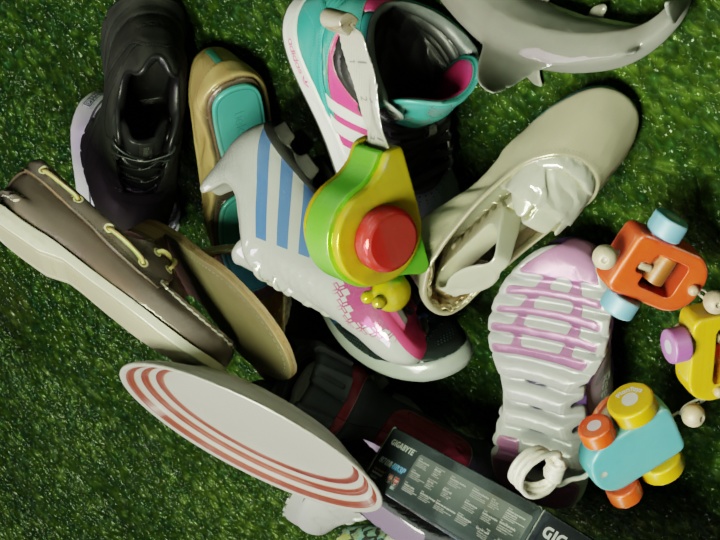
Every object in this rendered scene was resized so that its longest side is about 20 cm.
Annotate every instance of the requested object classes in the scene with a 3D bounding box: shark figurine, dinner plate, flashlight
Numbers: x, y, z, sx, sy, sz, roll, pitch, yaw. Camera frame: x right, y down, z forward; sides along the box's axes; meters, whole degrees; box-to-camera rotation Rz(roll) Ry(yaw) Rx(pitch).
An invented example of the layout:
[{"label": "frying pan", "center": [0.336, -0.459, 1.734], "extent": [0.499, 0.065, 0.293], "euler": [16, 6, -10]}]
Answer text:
[{"label": "shark figurine", "center": [0.113, -0.134, 1.283], "extent": [0.214, 0.090, 0.128], "euler": [14, 135, 40]}, {"label": "dinner plate", "center": [-0.071, 0.108, 1.502], "extent": [0.200, 0.024, 0.200], "euler": [26, 162, 9]}, {"label": "flashlight", "center": [0.034, 0.120, 1.566], "extent": [0.200, 0.068, 0.068], "euler": [29, 150, -20]}]

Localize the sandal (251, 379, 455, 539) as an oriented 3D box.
[{"label": "sandal", "center": [-0.016, 0.150, 1.598], "extent": [0.200, 0.076, 0.043], "euler": [38, 118, 20]}]

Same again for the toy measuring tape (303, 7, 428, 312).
[{"label": "toy measuring tape", "center": [-0.009, -0.058, 1.348], "extent": [0.074, 0.074, 0.200], "euler": [10, 126, 41]}]

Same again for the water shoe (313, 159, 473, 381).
[{"label": "water shoe", "center": [0.000, 0.000, 1.511], "extent": [0.200, 0.071, 0.079], "euler": [40, 147, 36]}]

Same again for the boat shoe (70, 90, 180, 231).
[{"label": "boat shoe", "center": [-0.170, -0.043, 1.687], "extent": [0.068, 0.072, 0.200], "euler": [23, 132, 32]}]

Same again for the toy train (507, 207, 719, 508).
[{"label": "toy train", "center": [0.166, 0.052, 1.362], "extent": [0.200, 0.150, 0.056], "euler": [-63, 32, 20]}]

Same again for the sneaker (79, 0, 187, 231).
[{"label": "sneaker", "center": [-0.159, -0.093, 1.564], "extent": [0.076, 0.091, 0.200], "euler": [-2, 127, -9]}]

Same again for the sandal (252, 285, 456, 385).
[{"label": "sandal", "center": [-0.005, 0.041, 1.607], "extent": [0.200, 0.055, 0.082], "euler": [-14, 76, 37]}]

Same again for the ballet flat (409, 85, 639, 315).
[{"label": "ballet flat", "center": [0.099, -0.036, 1.367], "extent": [0.069, 0.069, 0.200], "euler": [47, 129, -1]}]

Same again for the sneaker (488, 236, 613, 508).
[{"label": "sneaker", "center": [0.134, 0.056, 1.451], "extent": [0.080, 0.088, 0.200], "euler": [19, 128, 22]}]

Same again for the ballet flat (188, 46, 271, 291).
[{"label": "ballet flat", "center": [-0.088, -0.076, 1.585], "extent": [0.063, 0.069, 0.200], "euler": [-127, 25, -44]}]

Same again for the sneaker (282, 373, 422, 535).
[{"label": "sneaker", "center": [0.002, 0.162, 1.706], "extent": [0.080, 0.076, 0.200], "euler": [36, 145, 5]}]

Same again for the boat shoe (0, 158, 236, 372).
[{"label": "boat shoe", "center": [-0.162, 0.000, 1.503], "extent": [0.200, 0.060, 0.072], "euler": [35, 163, 7]}]

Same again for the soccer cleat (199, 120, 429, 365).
[{"label": "soccer cleat", "center": [-0.032, -0.006, 1.460], "extent": [0.200, 0.086, 0.070], "euler": [57, -167, 19]}]

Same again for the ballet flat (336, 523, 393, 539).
[{"label": "ballet flat", "center": [0.074, 0.243, 1.721], "extent": [0.200, 0.074, 0.074], "euler": [31, 143, 11]}]

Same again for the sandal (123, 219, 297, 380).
[{"label": "sandal", "center": [-0.084, 0.002, 1.531], "extent": [0.212, 0.070, 0.078], "euler": [30, 143, 48]}]

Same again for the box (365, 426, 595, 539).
[{"label": "box", "center": [0.112, 0.182, 1.464], "extent": [0.159, 0.046, 0.200], "euler": [34, 175, -29]}]

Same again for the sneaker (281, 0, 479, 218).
[{"label": "sneaker", "center": [0.037, -0.095, 1.408], "extent": [0.121, 0.084, 0.200], "euler": [0, 124, 58]}]
